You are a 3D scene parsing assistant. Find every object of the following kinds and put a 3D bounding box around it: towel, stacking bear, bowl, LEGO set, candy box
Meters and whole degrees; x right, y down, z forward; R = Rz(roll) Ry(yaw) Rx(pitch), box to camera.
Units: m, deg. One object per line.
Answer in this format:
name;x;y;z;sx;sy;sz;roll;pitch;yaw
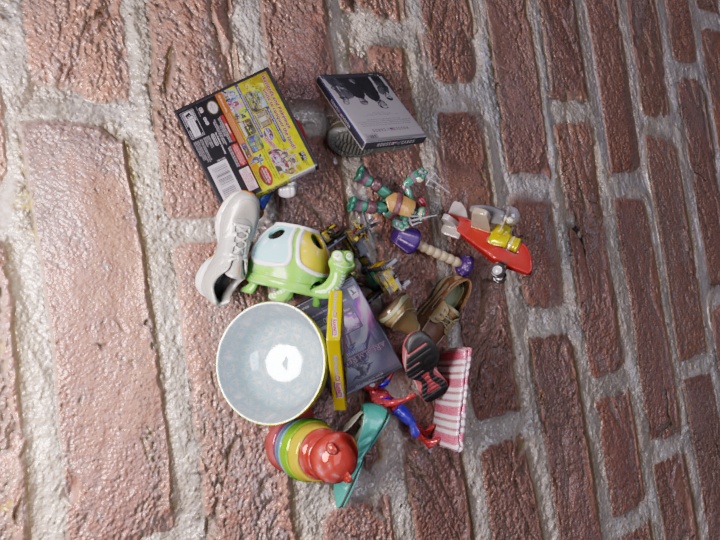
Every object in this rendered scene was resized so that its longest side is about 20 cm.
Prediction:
towel;0.186;0.256;1.172;0.030;0.146;0.201;8;80;-8
stacking bear;-0.073;0.302;0.979;0.113;0.200;0.122;-25;97;-31
bowl;-0.135;0.159;1.001;0.108;0.199;0.201;32;61;-70
LEGO set;0.000;0.000;1.107;0.154;0.116;0.201;-29;99;-30
candy box;-0.038;0.138;0.981;0.026;0.200;0.102;-2;45;0

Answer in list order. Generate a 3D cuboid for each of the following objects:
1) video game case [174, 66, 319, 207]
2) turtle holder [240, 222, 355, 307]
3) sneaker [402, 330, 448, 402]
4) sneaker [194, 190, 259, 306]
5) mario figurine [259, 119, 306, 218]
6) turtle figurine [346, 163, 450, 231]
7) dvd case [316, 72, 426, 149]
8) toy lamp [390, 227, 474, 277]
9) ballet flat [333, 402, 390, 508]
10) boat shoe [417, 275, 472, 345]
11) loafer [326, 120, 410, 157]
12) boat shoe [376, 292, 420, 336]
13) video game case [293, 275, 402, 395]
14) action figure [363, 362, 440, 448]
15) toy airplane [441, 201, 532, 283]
video game case;-0.195;-0.224;1.003;0.180;0.026;0.201;-27;83;-4
turtle holder;-0.112;-0.011;0.997;0.141;0.185;0.132;14;87;-30
sneaker;0.108;0.175;1.134;0.074;0.087;0.200;-29;135;-9
sneaker;-0.205;-0.031;0.963;0.076;0.092;0.201;12;107;-36
mario figurine;-0.166;-0.195;1.037;0.123;0.106;0.200;40;69;-32
turtle figurine;0.078;-0.136;1.182;0.199;0.101;0.150;15;60;-12
dvd case;0.021;-0.319;1.154;0.150;0.025;0.200;-14;60;-31
toy lamp;0.152;-0.043;1.240;0.199;0.058;0.058;20;74;-29
ballet flat;-0.018;0.336;1.087;0.070;0.067;0.201;28;83;-3
boat shoe;0.171;0.089;1.224;0.076;0.074;0.200;39;66;-21
loafer;0.018;-0.280;1.189;0.199;0.075;0.070;-7;52;-28
boat shoe;0.083;0.089;1.102;0.072;0.200;0.076;-41;83;7
video game case;-0.029;0.128;1.085;0.143;0.019;0.200;-28;102;6
action figure;0.094;0.258;1.152;0.200;0.065;0.099;39;100;-21
toy airplane;0.270;-0.086;1.232;0.141;0.200;0.199;-47;114;2
